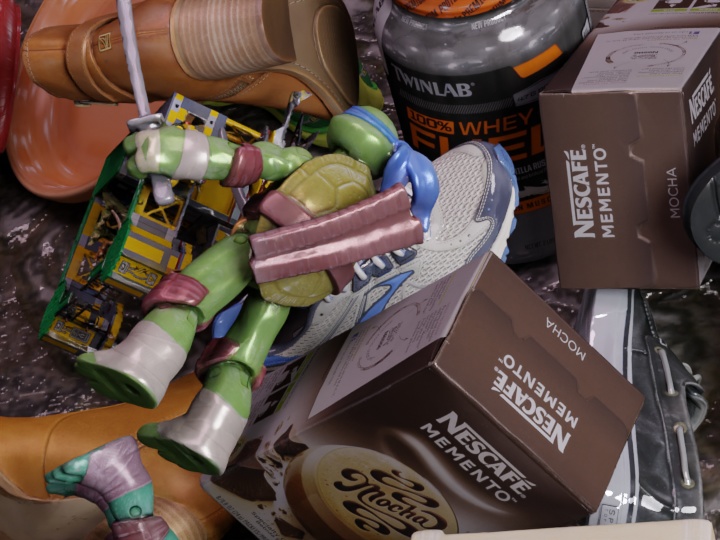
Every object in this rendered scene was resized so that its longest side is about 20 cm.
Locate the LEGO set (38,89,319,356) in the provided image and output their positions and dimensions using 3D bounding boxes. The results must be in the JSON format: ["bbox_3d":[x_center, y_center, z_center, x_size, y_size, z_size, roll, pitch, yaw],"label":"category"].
[{"bbox_3d":[-0.092,-0.010,1.532,0.115,0.200,0.155,24,60,-14],"label":"LEGO set"}]

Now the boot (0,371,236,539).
[{"bbox_3d":[-0.138,0.097,1.501,0.200,0.071,0.144,26,51,34],"label":"boot"}]

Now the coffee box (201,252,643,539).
[{"bbox_3d":[0.028,0.086,1.336,0.200,0.113,0.080,-31,22,47],"label":"coffee box"}]

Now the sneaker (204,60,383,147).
[{"bbox_3d":[-0.070,-0.143,1.706,0.199,0.084,0.074,19,54,34],"label":"sneaker"}]

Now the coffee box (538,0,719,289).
[{"bbox_3d":[0.164,-0.077,1.485,0.079,0.114,0.200,0,21,19],"label":"coffee box"}]

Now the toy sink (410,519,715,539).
[{"bbox_3d":[0.075,0.199,1.267,0.198,0.131,0.113,-6,43,14],"label":"toy sink"}]

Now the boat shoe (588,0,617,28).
[{"bbox_3d":[0.194,-0.155,1.649,0.201,0.061,0.072,19,15,30],"label":"boat shoe"}]

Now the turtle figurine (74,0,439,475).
[{"bbox_3d":[-0.077,-0.011,1.345,0.199,0.144,0.195,28,69,8],"label":"turtle figurine"}]

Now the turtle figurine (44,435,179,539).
[{"bbox_3d":[-0.095,0.185,1.350,0.100,0.150,0.201,-20,81,-27],"label":"turtle figurine"}]

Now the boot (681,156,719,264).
[{"bbox_3d":[0.238,-0.091,1.412,0.198,0.074,0.163,-32,26,2],"label":"boot"}]

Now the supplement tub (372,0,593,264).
[{"bbox_3d":[0.077,-0.112,1.538,0.122,0.201,0.123,-10,42,9],"label":"supplement tub"}]

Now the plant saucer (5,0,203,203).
[{"bbox_3d":[-0.149,-0.132,1.697,0.200,0.037,0.201,-28,49,37],"label":"plant saucer"}]

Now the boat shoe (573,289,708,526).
[{"bbox_3d":[0.148,0.075,1.428,0.070,0.072,0.201,9,43,-5],"label":"boat shoe"}]

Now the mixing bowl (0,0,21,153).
[{"bbox_3d":[-0.275,-0.127,1.704,0.108,0.201,0.201,7,41,-12],"label":"mixing bowl"}]

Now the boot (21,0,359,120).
[{"bbox_3d":[-0.092,-0.123,1.564,0.154,0.200,0.074,-7,77,20],"label":"boot"}]

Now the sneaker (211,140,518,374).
[{"bbox_3d":[0.000,0.000,1.439,0.200,0.085,0.077,-42,51,22],"label":"sneaker"}]
